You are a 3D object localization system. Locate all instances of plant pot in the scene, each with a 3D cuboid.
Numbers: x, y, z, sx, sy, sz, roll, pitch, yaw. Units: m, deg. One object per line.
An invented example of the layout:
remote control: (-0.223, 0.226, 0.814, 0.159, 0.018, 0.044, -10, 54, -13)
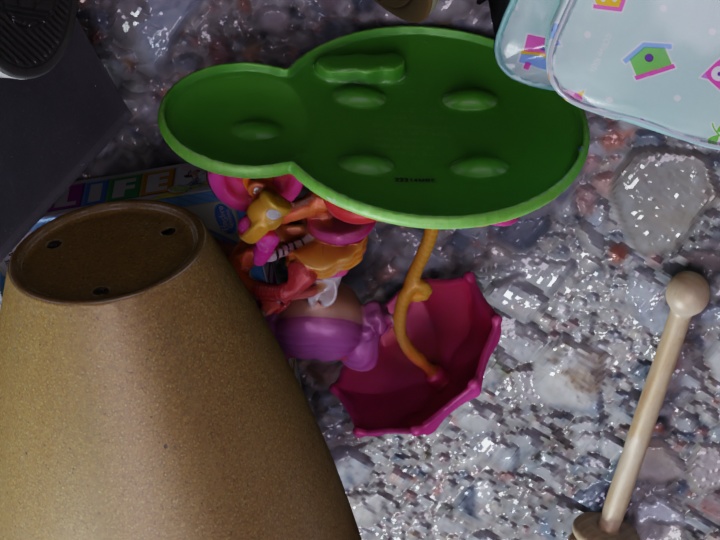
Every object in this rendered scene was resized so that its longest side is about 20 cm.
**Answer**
plant pot: (-0.101, 0.076, 1.328, 0.185, 0.187, 0.201, -7, 121, 5)

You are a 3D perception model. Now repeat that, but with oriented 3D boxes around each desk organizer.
desk organizer: (-0.199, -0.037, 1.297, 0.077, 0.200, 0.072, -3, 127, 40)

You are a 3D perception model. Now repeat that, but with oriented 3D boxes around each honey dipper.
honey dipper: (0.144, 0.089, 1.463, 0.038, 0.038, 0.201, 14, 116, -7)

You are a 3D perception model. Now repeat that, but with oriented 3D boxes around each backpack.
backpack: (0.172, -0.140, 1.266, 0.199, 0.154, 0.177, 14, 114, -14)

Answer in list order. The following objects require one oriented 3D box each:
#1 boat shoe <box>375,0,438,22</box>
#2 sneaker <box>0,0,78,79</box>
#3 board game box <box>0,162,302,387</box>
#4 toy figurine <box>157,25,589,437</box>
boat shoe: (0.022, -0.203, 1.276, 0.072, 0.066, 0.202, 28, 145, 35)
sneaker: (-0.176, -0.185, 1.286, 0.083, 0.120, 0.201, 12, 83, -44)
board game box: (-0.102, 0.045, 1.441, 0.134, 0.034, 0.201, -9, 119, 6)
toy figurine: (0.000, 0.000, 1.359, 0.199, 0.151, 0.185, 0, 129, -6)
